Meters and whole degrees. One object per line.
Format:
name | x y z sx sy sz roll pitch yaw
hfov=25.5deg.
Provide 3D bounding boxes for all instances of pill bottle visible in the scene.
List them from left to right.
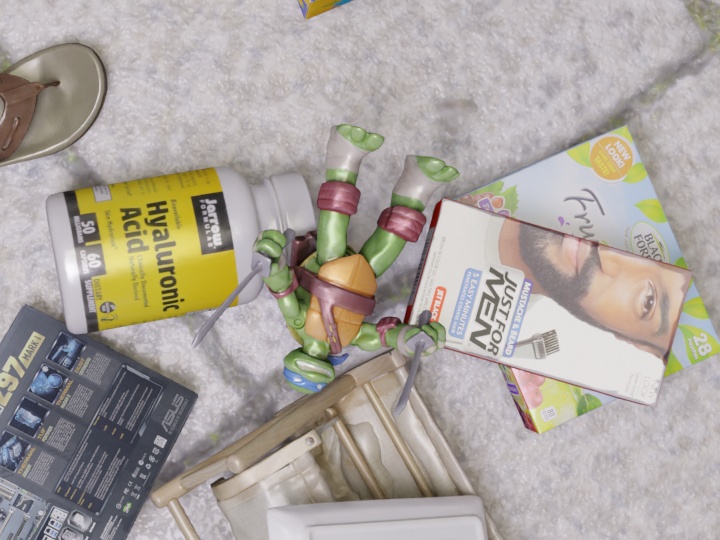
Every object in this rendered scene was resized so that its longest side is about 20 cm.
pill bottle | -0.138 -0.021 1.235 0.199 0.111 0.112 -11 89 -11

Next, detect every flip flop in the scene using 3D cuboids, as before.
flip flop | -0.294 -0.120 1.251 0.199 0.058 0.081 -19 90 -6

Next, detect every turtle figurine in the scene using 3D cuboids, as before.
turtle figurine | 0.000 0.000 1.141 0.143 0.200 0.195 18 86 15

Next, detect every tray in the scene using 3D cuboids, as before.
tray | 0.026 0.218 1.148 0.199 0.022 0.108 3 72 -36

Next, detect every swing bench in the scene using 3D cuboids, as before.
swing bench | -0.015 0.198 1.224 0.200 0.130 0.199 -29 90 -41

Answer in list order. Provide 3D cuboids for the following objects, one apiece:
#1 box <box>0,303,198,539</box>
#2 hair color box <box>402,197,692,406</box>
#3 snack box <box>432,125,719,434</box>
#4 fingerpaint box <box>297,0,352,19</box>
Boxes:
box | -0.237 0.147 1.214 0.157 0.051 0.200 28 59 -6
hair color box | 0.141 0.025 1.223 0.199 0.064 0.111 16 88 -2
snack box | 0.175 0.007 1.290 0.168 0.068 0.201 -23 91 -5
fingerpaint box | -0.007 -0.330 1.281 0.166 0.073 0.201 -22 90 -6
